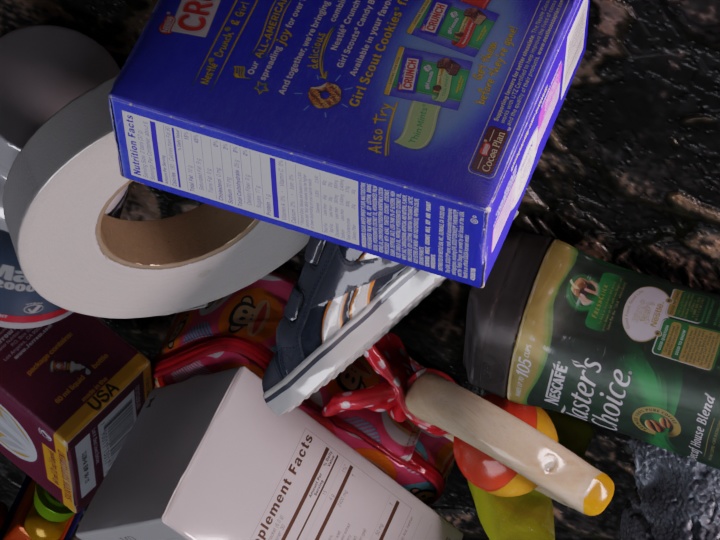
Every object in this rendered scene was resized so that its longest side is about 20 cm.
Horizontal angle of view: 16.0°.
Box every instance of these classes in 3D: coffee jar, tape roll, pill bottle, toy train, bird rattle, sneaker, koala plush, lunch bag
[{"bbox_3d":[0.158,0.048,1.506,0.199,0.086,0.104,18,149,11],"label":"coffee jar"},{"bbox_3d":[-0.106,-0.046,1.474,0.202,0.037,0.203,-17,148,-11],"label":"tape roll"},{"bbox_3d":[-0.200,-0.059,1.553,0.119,0.120,0.200,24,150,0],"label":"pill bottle"},{"bbox_3d":[-0.235,0.188,1.889,0.084,0.200,0.116,27,145,-6],"label":"toy train"},{"bbox_3d":[0.078,0.094,1.590,0.200,0.113,0.163,42,168,-24],"label":"bird rattle"},{"bbox_3d":[0.000,0.000,1.505,0.200,0.078,0.079,-43,86,24],"label":"sneaker"},{"bbox_3d":[0.215,0.194,1.582,0.177,0.200,0.184,8,146,25],"label":"koala plush"},{"bbox_3d":[-0.043,0.089,1.723,0.200,0.082,0.176,36,152,-19],"label":"lunch bag"}]

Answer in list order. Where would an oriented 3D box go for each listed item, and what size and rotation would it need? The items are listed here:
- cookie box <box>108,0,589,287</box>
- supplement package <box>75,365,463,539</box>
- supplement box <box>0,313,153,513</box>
[{"bbox_3d":[-0.003,-0.101,1.298,0.199,0.172,0.075,18,146,12],"label":"cookie box"},{"bbox_3d":[-0.058,0.171,1.656,0.200,0.120,0.121,38,152,-22],"label":"supplement package"},{"bbox_3d":[-0.239,0.056,1.733,0.200,0.086,0.110,37,154,18],"label":"supplement box"}]
